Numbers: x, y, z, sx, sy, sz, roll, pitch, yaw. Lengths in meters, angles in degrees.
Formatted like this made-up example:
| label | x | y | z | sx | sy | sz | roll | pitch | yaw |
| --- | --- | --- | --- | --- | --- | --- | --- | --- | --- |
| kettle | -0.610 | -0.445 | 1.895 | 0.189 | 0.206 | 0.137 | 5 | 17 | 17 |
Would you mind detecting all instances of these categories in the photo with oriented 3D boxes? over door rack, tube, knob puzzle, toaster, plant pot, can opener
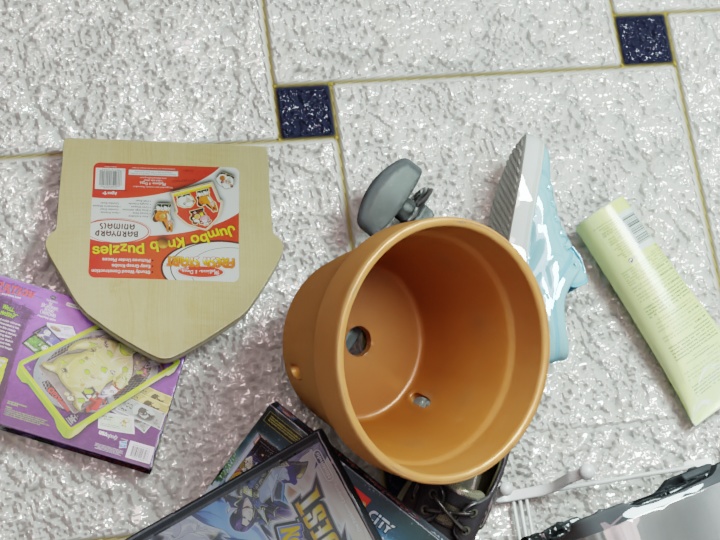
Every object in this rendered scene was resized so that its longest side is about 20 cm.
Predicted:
| label | x | y | z | sx | sy | sz | roll | pitch | yaw |
| --- | --- | --- | --- | --- | --- | --- | --- | --- | --- |
| over door rack | 0.216 | 0.232 | 1.389 | 0.198 | 0.067 | 0.149 | -5 | 73 | -11 |
| tube | 0.260 | 0.032 | 1.478 | 0.058 | 0.052 | 0.201 | -37 | 82 | 23 |
| knob puzzle | -0.163 | -0.013 | 1.422 | 0.217 | 0.031 | 0.222 | 3 | 63 | -7 |
| toaster | 0.232 | 0.230 | 1.300 | 0.198 | 0.114 | 0.130 | -18 | 80 | -20 |
| plant pot | 0.031 | 0.058 | 1.341 | 0.198 | 0.140 | 0.203 | -1 | 92 | -32 |
| can opener | 0.000 | 0.000 | 1.438 | 0.066 | 0.053 | 0.201 | 35 | 71 | -13 |

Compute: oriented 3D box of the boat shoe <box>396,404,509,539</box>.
| label | x | y | z | sx | sy | sz | roll | pitch | yaw |
| --- | --- | --- | --- | --- | --- | --- | --- | --- | --- |
| boat shoe | 0.073 | 0.181 | 1.381 | 0.071 | 0.065 | 0.201 | 27 | 72 | -3 |

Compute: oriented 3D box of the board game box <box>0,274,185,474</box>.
| label | x | y | z | sx | sy | sz | roll | pitch | yaw |
| --- | --- | --- | --- | --- | --- | --- | --- | --- | --- |
| board game box | -0.247 | 0.079 | 1.384 | 0.198 | 0.032 | 0.121 | 18 | 73 | -4 |

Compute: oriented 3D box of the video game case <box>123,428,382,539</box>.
| label | x | y | z | sx | sy | sz | roll | pitch | yaw |
| --- | --- | --- | --- | --- | --- | --- | --- | --- | --- |
| video game case | -0.060 | 0.253 | 1.309 | 0.180 | 0.025 | 0.201 | -29 | 86 | 5 |

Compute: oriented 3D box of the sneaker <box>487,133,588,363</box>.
| label | x | y | z | sx | sy | sz | roll | pitch | yaw |
| --- | --- | --- | --- | --- | --- | --- | --- | --- | --- |
| sneaker | 0.155 | -0.015 | 1.467 | 0.081 | 0.074 | 0.202 | 10 | 78 | -15 |

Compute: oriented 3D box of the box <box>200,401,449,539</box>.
| label | x | y | z | sx | sy | sz | roll | pitch | yaw |
| --- | --- | --- | --- | --- | --- | --- | --- | --- | --- |
| box | -0.032 | 0.219 | 1.339 | 0.199 | 0.038 | 0.137 | 38 | 92 | 6 |
